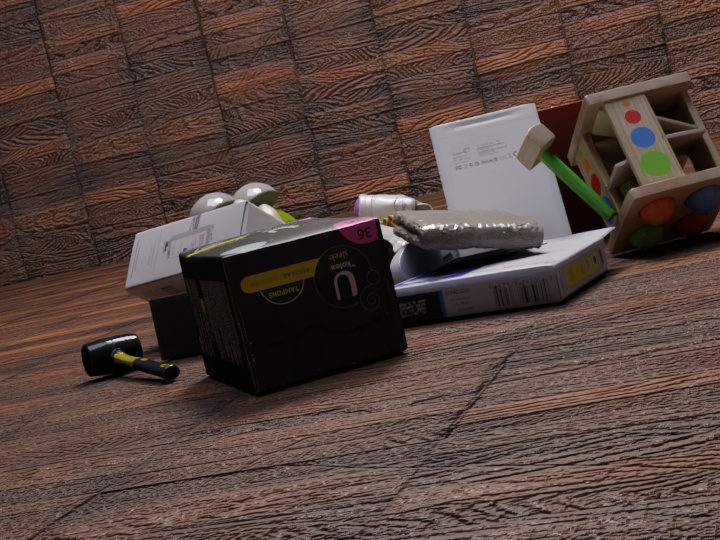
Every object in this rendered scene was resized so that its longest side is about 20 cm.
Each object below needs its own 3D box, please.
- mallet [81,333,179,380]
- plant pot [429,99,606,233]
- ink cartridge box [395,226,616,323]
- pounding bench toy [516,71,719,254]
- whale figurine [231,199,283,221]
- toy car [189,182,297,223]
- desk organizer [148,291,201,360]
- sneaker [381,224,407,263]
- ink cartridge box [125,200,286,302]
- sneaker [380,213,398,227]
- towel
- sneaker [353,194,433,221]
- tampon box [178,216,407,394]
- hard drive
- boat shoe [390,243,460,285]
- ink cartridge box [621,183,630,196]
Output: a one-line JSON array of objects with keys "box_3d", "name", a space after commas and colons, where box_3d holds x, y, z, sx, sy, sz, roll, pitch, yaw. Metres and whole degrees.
[{"box_3d": [-0.232, 0.097, 1.435, 0.066, 0.041, 0.200, -14, 10, -36], "name": "mallet"}, {"box_3d": [0.229, -0.119, 1.748, 0.199, 0.177, 0.200, -15, 5, -15], "name": "plant pot"}, {"box_3d": [0.148, 0.007, 1.382, 0.197, 0.047, 0.200, -11, 4, 31], "name": "ink cartridge box"}, {"box_3d": [0.290, -0.102, 1.484, 0.199, 0.157, 0.124, -14, -27, -9], "name": "pounding bench toy"}, {"box_3d": [-0.141, -0.022, 1.823, 0.103, 0.159, 0.200, -30, 18, 12], "name": "whale figurine"}, {"box_3d": [-0.168, -0.024, 1.995, 0.200, 0.175, 0.150, -20, -27, -51], "name": "toy car"}, {"box_3d": [-0.130, 0.045, 1.505, 0.199, 0.072, 0.077, -11, 4, 23], "name": "desk organizer"}, {"box_3d": [0.002, -0.018, 1.555, 0.087, 0.075, 0.200, 23, 12, 20], "name": "sneaker"}, {"box_3d": [-0.164, -0.002, 1.631, 0.199, 0.083, 0.146, -13, -31, 38], "name": "ink cartridge box"}, {"box_3d": [0.000, 0.000, 1.715, 0.199, 0.075, 0.090, -23, -28, 13], "name": "sneaker"}, {"box_3d": [0.111, -0.043, 1.435, 0.132, 0.035, 0.200, -2, 7, -6], "name": "towel"}, {"box_3d": [0.060, -0.047, 1.796, 0.099, 0.075, 0.200, -6, -18, 15], "name": "sneaker"}, {"box_3d": [-0.069, 0.026, 1.250, 0.149, 0.127, 0.200, -16, 6, -19], "name": "tampon box"}, {"box_3d": [0.166, -0.092, 1.572, 0.131, 0.201, 0.027, -13, -24, 2], "name": "hard drive"}, {"box_3d": [0.066, 0.002, 1.528, 0.066, 0.070, 0.200, -30, 1, 25], "name": "boat shoe"}, {"box_3d": [0.299, -0.112, 2.031, 0.147, 0.076, 0.200, -16, 8, -31], "name": "ink cartridge box"}]
